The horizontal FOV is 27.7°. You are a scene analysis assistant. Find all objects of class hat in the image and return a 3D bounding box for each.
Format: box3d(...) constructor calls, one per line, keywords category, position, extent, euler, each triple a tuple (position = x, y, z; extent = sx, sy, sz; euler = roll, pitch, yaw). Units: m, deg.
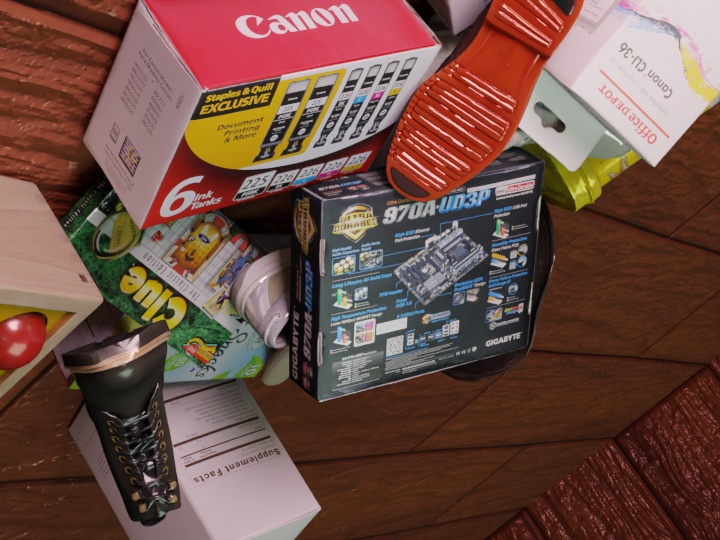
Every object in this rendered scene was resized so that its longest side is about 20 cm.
box3d(category="hat", position=(0.081, -0.001, 1.318), extent=(0.081, 0.201, 0.201), euler=(5, 138, -41))

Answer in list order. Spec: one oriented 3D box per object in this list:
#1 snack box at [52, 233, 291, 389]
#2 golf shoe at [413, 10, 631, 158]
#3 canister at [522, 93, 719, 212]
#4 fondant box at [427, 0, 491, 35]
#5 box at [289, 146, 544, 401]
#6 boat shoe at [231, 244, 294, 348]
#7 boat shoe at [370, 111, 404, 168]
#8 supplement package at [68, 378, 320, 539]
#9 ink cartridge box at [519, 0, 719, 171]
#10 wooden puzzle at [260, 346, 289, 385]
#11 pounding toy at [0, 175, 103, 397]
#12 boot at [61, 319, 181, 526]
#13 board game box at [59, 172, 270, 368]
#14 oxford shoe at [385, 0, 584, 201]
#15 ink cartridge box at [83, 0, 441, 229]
box3d(category="snack box", position=(-0.135, 0.032, 1.201), extent=(0.199, 0.053, 0.142), euler=(0, 142, -46))
box3d(category="golf shoe", position=(0.120, -0.116, 1.102), extent=(0.199, 0.098, 0.078), euler=(22, 142, -15))
box3d(category="canister", position=(0.227, -0.148, 1.282), extent=(0.199, 0.087, 0.148), euler=(-36, -162, -6))
box3d(category="fondant box", position=(0.100, -0.256, 0.948), extent=(0.144, 0.058, 0.200), euler=(-33, 161, -5))
box3d(category="box", position=(0.043, -0.001, 1.096), extent=(0.199, 0.046, 0.160), euler=(-13, 117, -29))
box3d(category="boat shoe", position=(-0.001, -0.001, 1.135), extent=(0.201, 0.065, 0.075), euler=(-23, 139, -23))
box3d(category="boat shoe", position=(0.018, -0.095, 1.184), extent=(0.071, 0.072, 0.200), euler=(-31, 171, -34))
box3d(category="supplement package", position=(-0.152, 0.178, 1.317), extent=(0.119, 0.201, 0.121), euler=(-15, 153, -42))
box3d(category="ink cartridge box", position=(0.201, -0.157, 1.032), extent=(0.116, 0.068, 0.200), euler=(33, 101, -39))
box3d(category="wooden puzzle", position=(-0.003, 0.016, 1.283), extent=(0.200, 0.037, 0.185), euler=(-50, -179, -20))
box3d(category="pounding toy", position=(-0.278, 0.053, 0.925), extent=(0.200, 0.143, 0.184), euler=(-42, 158, 18))
box3d(category="boot", position=(-0.155, 0.114, 1.038), extent=(0.077, 0.139, 0.200), euler=(-17, 176, -9))
box3d(category="board game box", position=(-0.138, -0.008, 1.071), extent=(0.105, 0.023, 0.200), euler=(-47, 143, -1))
box3d(category="oxford shoe", position=(0.089, -0.132, 1.005), extent=(0.200, 0.071, 0.073), euler=(-52, -177, 21))
box3d(category="ink cartridge box", position=(-0.056, -0.131, 0.947), extent=(0.199, 0.084, 0.176), euler=(-18, 153, -38))
